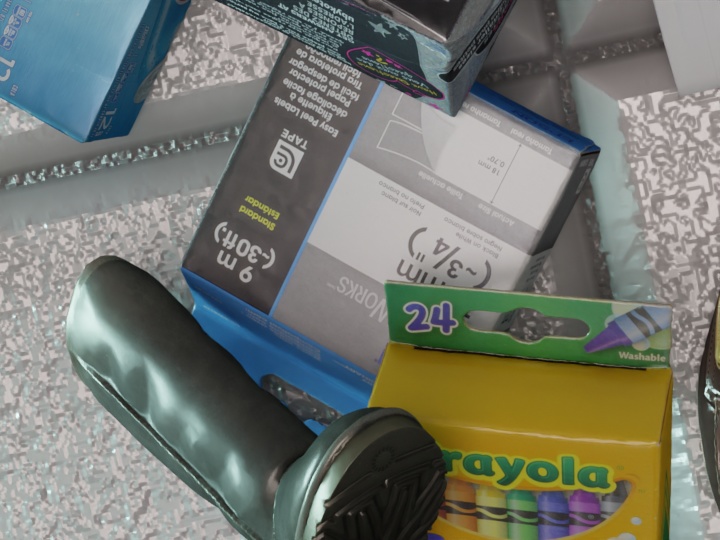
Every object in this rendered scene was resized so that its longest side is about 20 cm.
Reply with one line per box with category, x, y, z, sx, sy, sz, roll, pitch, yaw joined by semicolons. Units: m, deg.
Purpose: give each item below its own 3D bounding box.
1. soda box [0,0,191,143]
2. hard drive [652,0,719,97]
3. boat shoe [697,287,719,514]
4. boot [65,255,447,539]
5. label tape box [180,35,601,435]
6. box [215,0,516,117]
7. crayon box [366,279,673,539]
soda box;-0.103;-0.163;0.927;0.067;0.064;0.201;29;103;8
hard drive;0.216;-0.153;0.839;0.198;0.025;0.133;-12;126;15
boat shoe;0.186;0.030;0.882;0.071;0.060;0.202;9;99;12
boot;-0.052;0.059;0.859;0.200;0.072;0.183;52;151;29
label tape box;0.000;0.000;0.922;0.143;0.063;0.201;28;102;9
box;0.030;-0.188;0.838;0.131;0.115;0.201;27;83;9
crayon box;0.070;0.102;0.875;0.125;0.052;0.201;5;128;13
